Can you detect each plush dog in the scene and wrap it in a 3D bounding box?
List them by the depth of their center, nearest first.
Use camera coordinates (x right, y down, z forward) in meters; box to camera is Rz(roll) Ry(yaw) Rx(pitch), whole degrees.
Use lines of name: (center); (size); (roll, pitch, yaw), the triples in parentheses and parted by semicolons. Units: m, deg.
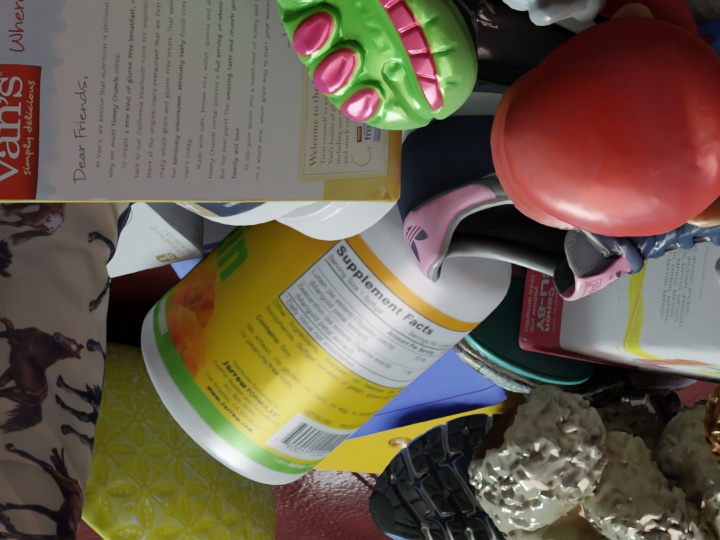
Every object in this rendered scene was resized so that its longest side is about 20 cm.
plush dog: (0.173, 0.120, 1.025); (0.171, 0.161, 0.200); (-28, 163, 18)

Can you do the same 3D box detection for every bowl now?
bowl: (-0.113, 0.102, 1.169); (0.108, 0.200, 0.200); (-48, 148, -6)

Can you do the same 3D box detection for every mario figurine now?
mario figurine: (0.108, -0.055, 0.735); (0.200, 0.123, 0.106); (-17, 136, -50)

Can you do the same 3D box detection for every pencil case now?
pencil case: (-0.141, 0.048, 0.846); (0.077, 0.201, 0.089); (-5, 159, 31)

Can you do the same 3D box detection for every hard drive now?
hard drive: (-0.008, 0.026, 1.098); (0.131, 0.025, 0.200); (-14, 142, 11)

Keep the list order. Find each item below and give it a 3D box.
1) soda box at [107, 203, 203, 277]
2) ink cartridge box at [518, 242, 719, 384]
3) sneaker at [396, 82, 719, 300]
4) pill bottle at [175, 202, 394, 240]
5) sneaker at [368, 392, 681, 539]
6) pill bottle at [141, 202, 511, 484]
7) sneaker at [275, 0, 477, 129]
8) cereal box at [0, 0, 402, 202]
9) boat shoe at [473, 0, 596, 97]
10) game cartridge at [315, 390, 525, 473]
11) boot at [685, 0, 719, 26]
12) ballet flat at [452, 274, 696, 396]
soda box: (-0.143, -0.067, 0.909); (0.068, 0.064, 0.200); (-13, 150, 21)
ink cartridge box: (0.187, 0.011, 0.986); (0.144, 0.084, 0.200); (11, 175, -22)
sneaker: (0.112, -0.021, 0.828); (0.199, 0.082, 0.070); (4, 151, -1)
pill bottle: (-0.065, -0.084, 0.827); (0.111, 0.112, 0.200); (-22, 147, 33)
sneaker: (0.094, 0.122, 1.192); (0.199, 0.079, 0.089); (-13, 162, -24)
pill bottle: (0.000, 0.000, 0.958); (0.200, 0.111, 0.111); (-42, 138, 21)
sneaker: (-0.014, -0.146, 0.695); (0.076, 0.084, 0.201); (-13, 112, 21)
cereal box: (-0.065, -0.096, 0.716); (0.199, 0.145, 0.039); (-1, -175, -43)
boat shoe: (0.100, -0.076, 0.887); (0.200, 0.061, 0.072); (21, -178, -31)
game cartridge: (0.037, 0.073, 1.236); (0.175, 0.033, 0.200); (6, 149, -15)
boot: (0.169, -0.133, 0.810); (0.130, 0.068, 0.200); (-9, 151, 26)
ballet flat: (0.115, 0.043, 1.112); (0.199, 0.072, 0.072); (2, 155, -33)
